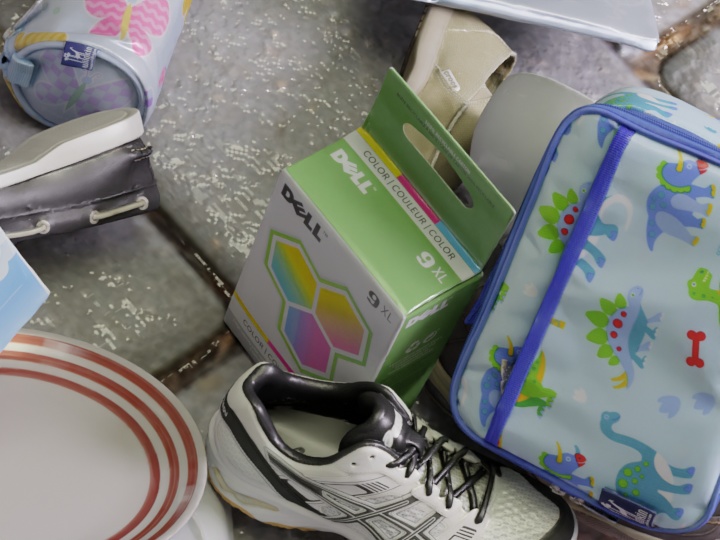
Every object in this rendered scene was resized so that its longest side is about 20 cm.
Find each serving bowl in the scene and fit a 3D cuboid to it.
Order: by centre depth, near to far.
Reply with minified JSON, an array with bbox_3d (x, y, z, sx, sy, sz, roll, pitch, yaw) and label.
[{"bbox_3d":[0.128,-0.012,1.504,0.200,0.200,0.066,42,78,11],"label":"serving bowl"}]

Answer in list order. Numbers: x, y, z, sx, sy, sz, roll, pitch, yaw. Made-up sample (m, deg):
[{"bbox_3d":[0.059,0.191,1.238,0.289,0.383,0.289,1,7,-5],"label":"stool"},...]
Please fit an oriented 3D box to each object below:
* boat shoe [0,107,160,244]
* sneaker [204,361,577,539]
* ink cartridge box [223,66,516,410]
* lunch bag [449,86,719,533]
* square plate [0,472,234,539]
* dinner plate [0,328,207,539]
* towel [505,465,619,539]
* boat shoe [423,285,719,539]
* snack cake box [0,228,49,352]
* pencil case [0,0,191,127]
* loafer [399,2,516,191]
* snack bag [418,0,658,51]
[{"bbox_3d":[-0.200,-0.026,1.469,0.199,0.074,0.061,-24,105,-23],"label":"boat shoe"},{"bbox_3d":[0.018,0.105,1.408,0.198,0.088,0.076,15,53,-1],"label":"sneaker"},{"bbox_3d":[0.000,0.000,1.434,0.059,0.200,0.104,-28,69,-31],"label":"ink cartridge box"},{"bbox_3d":[0.140,0.020,1.385,0.160,0.201,0.082,28,20,12],"label":"lunch bag"},{"bbox_3d":[-0.150,0.181,1.371,0.198,0.028,0.199,2,58,-18],"label":"square plate"},{"bbox_3d":[-0.176,0.095,1.390,0.199,0.024,0.201,9,33,-6],"label":"dinner plate"},{"bbox_3d":[0.091,0.188,1.448,0.198,0.032,0.192,13,55,-12],"label":"towel"},{"bbox_3d":[0.121,0.078,1.475,0.199,0.074,0.074,32,34,19],"label":"boat shoe"},{"bbox_3d":[-0.261,0.045,1.332,0.115,0.067,0.200,28,71,36],"label":"snack cake box"},{"bbox_3d":[-0.137,-0.169,1.571,0.090,0.083,0.201,12,54,6],"label":"pencil case"},{"bbox_3d":[0.046,-0.077,1.578,0.068,0.076,0.201,17,53,0],"label":"loafer"},{"bbox_3d":[0.088,-0.202,1.677,0.187,0.021,0.201,11,38,-14],"label":"snack bag"}]
